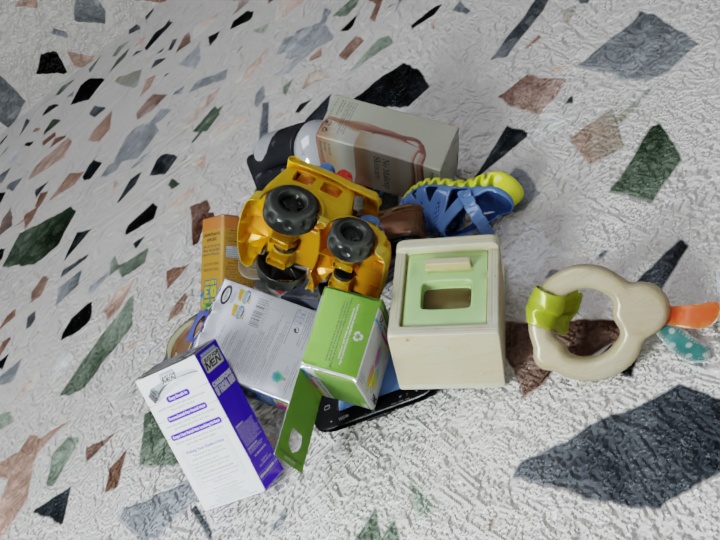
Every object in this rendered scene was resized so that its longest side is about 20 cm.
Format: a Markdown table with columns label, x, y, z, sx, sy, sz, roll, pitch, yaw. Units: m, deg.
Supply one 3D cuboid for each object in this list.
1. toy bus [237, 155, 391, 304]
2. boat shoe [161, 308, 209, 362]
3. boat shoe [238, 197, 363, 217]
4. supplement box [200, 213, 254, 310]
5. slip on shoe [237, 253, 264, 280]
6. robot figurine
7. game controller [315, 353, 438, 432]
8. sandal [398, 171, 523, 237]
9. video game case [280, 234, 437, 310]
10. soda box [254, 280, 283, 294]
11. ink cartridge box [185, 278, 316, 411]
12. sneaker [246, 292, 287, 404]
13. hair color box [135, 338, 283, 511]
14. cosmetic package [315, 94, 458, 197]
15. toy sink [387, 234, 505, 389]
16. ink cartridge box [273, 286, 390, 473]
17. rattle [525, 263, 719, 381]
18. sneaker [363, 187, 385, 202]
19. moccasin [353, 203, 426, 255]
| label | x | y | z | sx | sy | sz | roll | pitch | yaw |
| --- | --- | --- | --- | --- | --- | --- | --- | --- | --- |
| toy bus | -0.035 | -0.061 | 1.203 | 0.198 | 0.137 | 0.193 | 24 | 47 | 9 |
| boat shoe | -0.261 | 0.143 | 1.416 | 0.075 | 0.074 | 0.201 | -25 | -25 | -51 |
| boat shoe | -0.093 | -0.109 | 1.440 | 0.197 | 0.066 | 0.072 | -5 | 4 | 0 |
| supplement box | -0.212 | 0.017 | 1.461 | 0.066 | 0.068 | 0.203 | -8 | 81 | 48 |
| slip on shoe | -0.112 | -0.042 | 1.378 | 0.198 | 0.060 | 0.077 | -17 | 68 | 27 |
| robot figurine | -0.108 | -0.190 | 1.612 | 0.198 | 0.124 | 0.152 | -8 | 58 | 41 |
| game controller | 0.020 | 0.142 | 1.191 | 0.198 | 0.042 | 0.105 | -25 | 38 | 27 |
| sandal | 0.127 | -0.081 | 1.286 | 0.198 | 0.080 | 0.088 | -10 | 44 | 43 |
| video game case | 0.000 | 0.000 | 1.314 | 0.142 | 0.019 | 0.199 | 4 | 31 | 47 |
| soda box | -0.114 | -0.002 | 1.464 | 0.199 | 0.064 | 0.069 | 10 | 59 | 50 |
| ink cartridge box | -0.149 | 0.101 | 1.274 | 0.197 | 0.077 | 0.138 | 19 | 69 | 10 |
| sneaker | -0.136 | 0.124 | 1.347 | 0.200 | 0.075 | 0.105 | -41 | 35 | 10 |
| hair color box | -0.198 | 0.204 | 1.210 | 0.108 | 0.202 | 0.065 | -23 | 9 | 26 |
| cosmetic package | 0.042 | -0.178 | 1.377 | 0.197 | 0.104 | 0.088 | 16 | 62 | 16 |
| toy sink | 0.109 | 0.030 | 1.118 | 0.128 | 0.113 | 0.202 | -2 | 46 | 13 |
| ink cartridge box | -0.026 | 0.142 | 1.097 | 0.075 | 0.148 | 0.203 | 12 | 72 | 13 |
| rattle | 0.290 | 0.053 | 1.016 | 0.197 | 0.143 | 0.132 | -10 | 76 | 18 |
| sneaker | 0.016 | -0.167 | 1.491 | 0.200 | 0.082 | 0.074 | -48 | 35 | -3 |
| moccasin | -0.007 | -0.054 | 1.293 | 0.199 | 0.074 | 0.079 | -14 | 58 | 16 |
